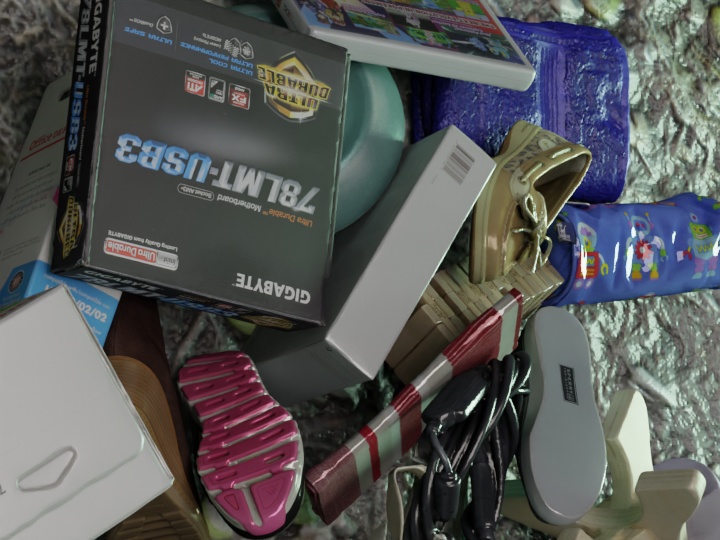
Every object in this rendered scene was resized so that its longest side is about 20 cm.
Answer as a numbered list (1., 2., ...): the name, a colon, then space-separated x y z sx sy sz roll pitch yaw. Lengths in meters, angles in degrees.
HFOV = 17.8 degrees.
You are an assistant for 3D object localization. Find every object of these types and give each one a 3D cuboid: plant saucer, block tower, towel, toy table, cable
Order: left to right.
1. plant saucer: -0.065 -0.114 1.649 0.199 0.036 0.201 2 65 -4
2. towel: 0.037 0.097 1.634 0.200 0.144 0.023 -42 78 -10
3. block tower: 0.082 0.025 1.713 0.054 0.058 0.200 50 31 9
4. cable: 0.083 0.145 1.625 0.200 0.051 0.164 -46 139 -60
5. towel: 0.132 -0.134 1.833 0.199 0.049 0.148 4 77 -33
6. toy table: 0.200 0.199 1.745 0.117 0.183 0.200 51 37 -33

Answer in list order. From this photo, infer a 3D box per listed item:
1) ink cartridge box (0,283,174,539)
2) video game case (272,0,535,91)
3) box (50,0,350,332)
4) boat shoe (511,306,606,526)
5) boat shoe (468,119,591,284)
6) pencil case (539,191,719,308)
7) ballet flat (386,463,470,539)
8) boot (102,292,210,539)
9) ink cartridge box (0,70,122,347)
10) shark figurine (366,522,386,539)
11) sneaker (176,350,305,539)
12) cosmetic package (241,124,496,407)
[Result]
1. ink cartridge box: -0.247 0.118 1.440 0.147 0.200 0.146 -32 98 -34
2. video game case: 0.013 -0.206 1.720 0.199 0.023 0.182 8 35 -33
3. box: -0.103 -0.075 1.532 0.199 0.050 0.199 16 71 -36
4. boat shoe: 0.143 0.117 1.742 0.068 0.057 0.201 22 44 -19
5. boat shoe: 0.124 -0.052 1.708 0.200 0.062 0.074 -62 161 -53
6. pencil case: 0.216 -0.019 1.848 0.199 0.078 0.087 -5 89 -35
7. ballet flat: 0.055 0.140 1.719 0.063 0.067 0.201 16 71 -19
8. boot: -0.142 0.106 1.580 0.200 0.072 0.167 78 9 -45
9. ink cartridge box: -0.195 -0.038 1.557 0.068 0.115 0.201 28 66 -26
10. shark figurine: -0.025 0.274 1.618 0.128 0.215 0.090 -9 43 -7
11. sneaker: -0.075 0.134 1.575 0.073 0.200 0.088 -20 120 -7
12. cosmetic package: 0.000 0.000 1.657 0.052 0.151 0.200 41 62 -19
